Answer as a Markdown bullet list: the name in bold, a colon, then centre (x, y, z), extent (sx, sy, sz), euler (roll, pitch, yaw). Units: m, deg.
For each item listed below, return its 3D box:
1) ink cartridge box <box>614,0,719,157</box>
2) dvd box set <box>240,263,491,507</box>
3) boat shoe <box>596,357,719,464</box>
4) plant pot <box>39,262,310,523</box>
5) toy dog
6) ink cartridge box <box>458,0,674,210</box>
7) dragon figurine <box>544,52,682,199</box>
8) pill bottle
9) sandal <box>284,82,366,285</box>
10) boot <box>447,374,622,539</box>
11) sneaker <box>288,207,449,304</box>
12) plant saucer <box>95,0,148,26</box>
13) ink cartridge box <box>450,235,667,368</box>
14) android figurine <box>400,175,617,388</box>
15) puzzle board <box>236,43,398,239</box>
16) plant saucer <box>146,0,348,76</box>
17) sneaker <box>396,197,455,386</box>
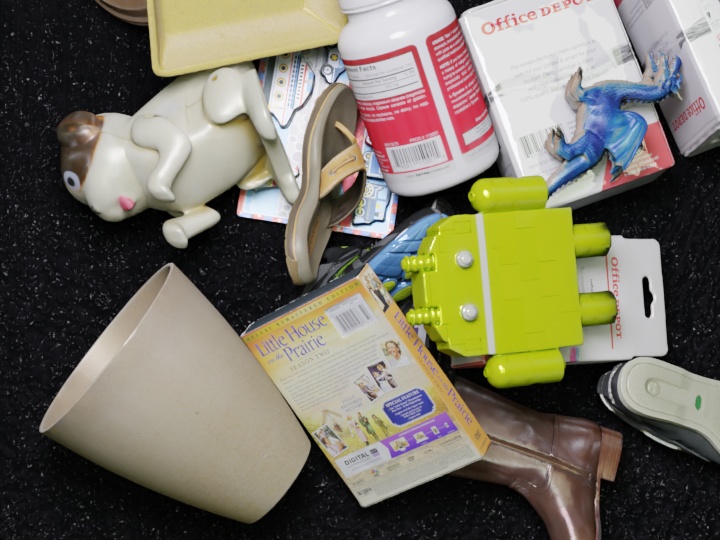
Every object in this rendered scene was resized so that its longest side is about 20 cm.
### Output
- **ink cartridge box**: centre (0.312, -0.222, 1.646), extent (0.084, 0.146, 0.201), euler (-20, 84, -7)
- **dvd box set**: centre (0.004, 0.106, 1.573), extent (0.146, 0.029, 0.200), euler (-28, 104, 33)
- **boat shoe**: centre (0.313, 0.139, 1.640), extent (0.199, 0.068, 0.072), euler (26, 66, -14)
- **plant pot**: centre (-0.148, 0.127, 1.569), extent (0.200, 0.187, 0.188), euler (39, 81, -12)
- **toy dog**: centre (-0.177, -0.117, 1.607), extent (0.199, 0.140, 0.195), euler (-21, 62, -1)
- **ink cartridge box**: centre (0.187, -0.161, 1.662), extent (0.146, 0.083, 0.201), euler (-19, 84, -6)
- **dragon figurine**: centre (0.222, -0.118, 1.587), extent (0.099, 0.059, 0.201), euler (21, 80, -1)
- **pill bottle**: centre (0.046, -0.179, 1.608), extent (0.112, 0.112, 0.201), euler (-22, 108, -6)
- **sandal**: centre (-0.023, -0.076, 1.606), extent (0.054, 0.080, 0.201), euler (2, 61, 18)
- **boot**: centre (0.124, 0.200, 1.616), extent (0.199, 0.064, 0.187), euler (18, 68, -4)
- **sneaker**: centre (0.000, 0.000, 1.596), extent (0.199, 0.071, 0.083), euler (-38, 50, 31)
- **plant saucer**: centre (-0.202, -0.327, 1.634), extent (0.199, 0.029, 0.201), euler (5, 99, 33)
- **ink cartridge box**: centre (0.180, 0.029, 1.623), extent (0.199, 0.067, 0.117), euler (0, 83, -25)
- **android figurine**: centre (0.128, 0.010, 1.537), extent (0.199, 0.041, 0.183), euler (-3, 88, -21)
- **puzzle board**: centre (-0.029, -0.138, 1.681), extent (0.150, 0.017, 0.201), euler (9, 81, -2)
- **plant saucer**: centre (-0.111, -0.289, 1.568), extent (0.199, 0.048, 0.201), euler (-15, 116, -27)
- **sneaker**: centre (0.041, 0.025, 1.633), extent (0.087, 0.076, 0.201), euler (-6, 61, 29)
